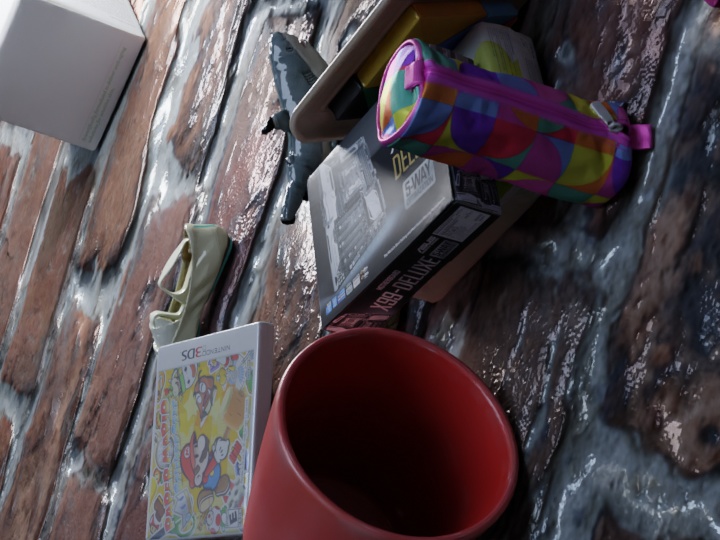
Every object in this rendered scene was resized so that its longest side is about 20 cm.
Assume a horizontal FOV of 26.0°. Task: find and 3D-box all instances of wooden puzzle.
[{"bbox_3d":[0.052,-0.184,1.329,0.037,0.184,0.200,55,130,22],"label":"wooden puzzle"}]

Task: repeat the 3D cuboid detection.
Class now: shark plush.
[{"bbox_3d":[-0.070,-0.143,1.609,0.091,0.083,0.202,-5,72,60],"label":"shark plush"}]

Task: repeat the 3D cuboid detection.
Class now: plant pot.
[{"bbox_3d":[-0.001,0.174,1.224,0.178,0.199,0.202,120,150,-44],"label":"plant pot"}]

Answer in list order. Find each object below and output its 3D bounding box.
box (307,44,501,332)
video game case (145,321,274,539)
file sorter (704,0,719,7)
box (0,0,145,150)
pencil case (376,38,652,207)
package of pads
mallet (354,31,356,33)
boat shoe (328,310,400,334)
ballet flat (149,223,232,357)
[{"bbox_3d":[0.031,-0.062,1.281,0.200,0.049,0.159,-44,42,43],"label":"box"},{"bbox_3d":[-0.149,0.162,1.526,0.181,0.023,0.202,-15,68,49],"label":"video game case"},{"bbox_3d":[0.188,-0.301,1.106,0.200,0.125,0.140,52,133,35],"label":"file sorter"},{"bbox_3d":[-0.449,-0.320,2.264,0.200,0.199,0.172,-61,29,20],"label":"box"},{"bbox_3d":[0.111,-0.108,1.156,0.088,0.198,0.089,-168,90,-70],"label":"pencil case"},{"bbox_3d":[0.084,-0.093,1.324,0.200,0.068,0.156,-47,39,39],"label":"package of pads"},{"bbox_3d":[0.014,-0.177,1.530,0.066,0.041,0.201,-50,32,43],"label":"mallet"},{"bbox_3d":[-0.001,0.000,1.440,0.068,0.071,0.202,88,177,-69],"label":"boat shoe"},{"bbox_3d":[-0.207,0.040,1.779,0.069,0.069,0.202,25,98,61],"label":"ballet flat"}]
